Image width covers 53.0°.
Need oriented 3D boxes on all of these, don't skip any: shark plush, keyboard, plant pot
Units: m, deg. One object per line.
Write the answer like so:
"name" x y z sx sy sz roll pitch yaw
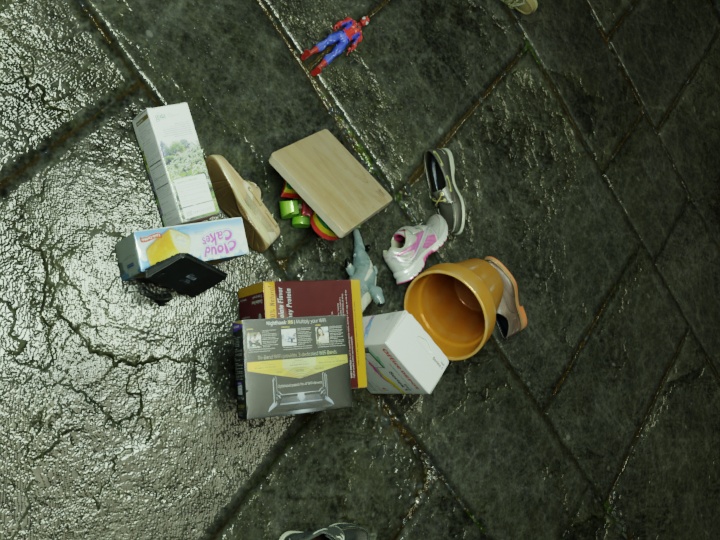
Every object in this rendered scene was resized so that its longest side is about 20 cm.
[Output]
"shark plush" 0.000 0.000 1.470 0.083 0.090 0.205 26 65 -41
"keyboard" -0.307 0.017 1.209 0.125 0.200 0.021 -30 75 3
"plant pot" 0.221 0.063 1.575 0.182 0.197 0.204 -33 103 -50

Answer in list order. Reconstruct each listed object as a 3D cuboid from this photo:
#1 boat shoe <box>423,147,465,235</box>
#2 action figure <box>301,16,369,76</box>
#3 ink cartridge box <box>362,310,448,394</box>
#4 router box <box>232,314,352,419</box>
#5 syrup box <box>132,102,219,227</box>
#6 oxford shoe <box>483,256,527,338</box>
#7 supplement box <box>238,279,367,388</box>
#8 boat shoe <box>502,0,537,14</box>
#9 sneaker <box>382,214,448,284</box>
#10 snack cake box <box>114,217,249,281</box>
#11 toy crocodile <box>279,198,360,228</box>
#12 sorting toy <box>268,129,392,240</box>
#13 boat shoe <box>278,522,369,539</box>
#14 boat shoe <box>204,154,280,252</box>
"boat shoe" 0.186 -0.180 1.647 0.060 0.071 0.206 -3 77 -38
"action figure" -0.043 -0.491 1.542 0.066 0.051 0.200 51 56 -14
"ink cartridge box" 0.054 0.165 1.420 0.145 0.198 0.084 48 59 -19
"router box" -0.114 0.161 1.223 0.196 0.052 0.162 0 82 -29
"syrup box" -0.325 -0.183 1.270 0.078 0.081 0.205 -20 94 -37
"oxford shoe" 0.332 0.065 1.717 0.072 0.071 0.203 -32 102 -29
"supplement box" -0.109 0.124 1.340 0.196 0.132 0.203 -1 84 -30
"boat shoe" 0.372 -0.721 1.861 0.199 0.073 0.064 35 72 -23
"sneaker" 0.120 -0.065 1.574 0.089 0.081 0.201 50 54 -14
"snack cake box" -0.306 -0.038 1.242 0.197 0.114 0.069 -12 88 -35
"toy crocodile" -0.078 -0.115 1.450 0.196 0.061 0.069 10 77 -35
"sorting toy" -0.065 -0.157 1.400 0.200 0.070 0.198 46 38 5
"boat shoe" -0.058 0.524 1.370 0.196 0.067 0.074 7 77 -36
"boat shoe" -0.221 -0.134 1.351 0.065 0.070 0.203 -47 118 -37
